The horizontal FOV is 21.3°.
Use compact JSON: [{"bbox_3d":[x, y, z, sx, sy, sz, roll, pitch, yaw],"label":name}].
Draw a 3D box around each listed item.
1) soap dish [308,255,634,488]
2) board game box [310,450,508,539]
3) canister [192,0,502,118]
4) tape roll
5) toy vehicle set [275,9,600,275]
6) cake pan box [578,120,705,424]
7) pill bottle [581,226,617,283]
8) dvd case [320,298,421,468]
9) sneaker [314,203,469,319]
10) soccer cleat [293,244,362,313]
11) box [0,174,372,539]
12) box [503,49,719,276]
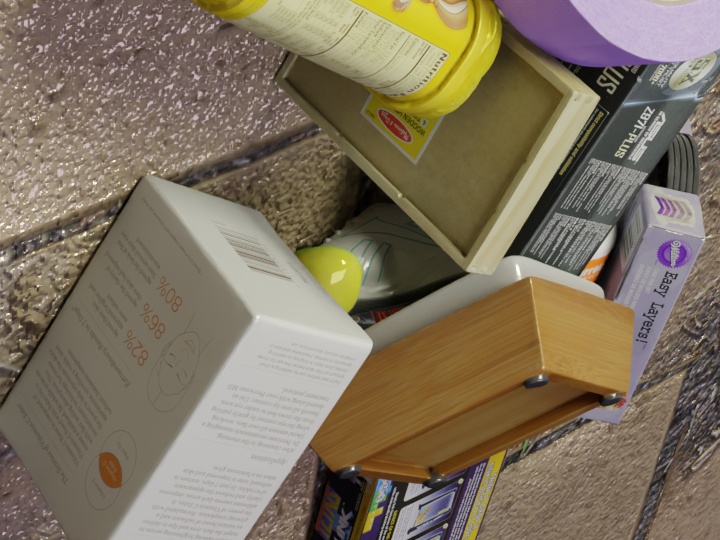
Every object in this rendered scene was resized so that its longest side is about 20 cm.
[{"bbox_3d":[0.069,0.073,1.254,0.199,0.082,0.157,-28,157,25],"label":"soap dish"},{"bbox_3d":[0.043,0.184,1.611,0.164,0.057,0.201,-21,140,-38],"label":"board game box"},{"bbox_3d":[-0.030,-0.168,1.044,0.087,0.149,0.199,-53,146,14],"label":"canister"},{"bbox_3d":[0.153,-0.217,1.082,0.199,0.065,0.202,-3,95,-33],"label":"tape roll"},{"bbox_3d":[0.040,-0.108,1.142,0.026,0.200,0.125,4,124,-49],"label":"toy vehicle set"},{"bbox_3d":[0.205,-0.016,1.471,0.052,0.185,0.201,12,127,-7],"label":"cake pan box"},{"bbox_3d":[0.122,-0.011,1.427,0.114,0.114,0.201,-12,135,-42],"label":"pill bottle"},{"bbox_3d":[0.061,0.070,1.371,0.198,0.022,0.147,-15,139,-7],"label":"dvd case"},{"bbox_3d":[0.000,0.000,1.348,0.198,0.081,0.071,-10,149,-16],"label":"sneaker"},{"bbox_3d":[-0.063,0.060,1.270,0.064,0.084,0.200,29,128,-26],"label":"soccer cleat"},{"bbox_3d":[-0.114,0.072,1.198,0.106,0.152,0.201,16,115,-46],"label":"box"},{"bbox_3d":[0.122,-0.122,1.256,0.086,0.164,0.201,9,119,-52],"label":"box"}]
